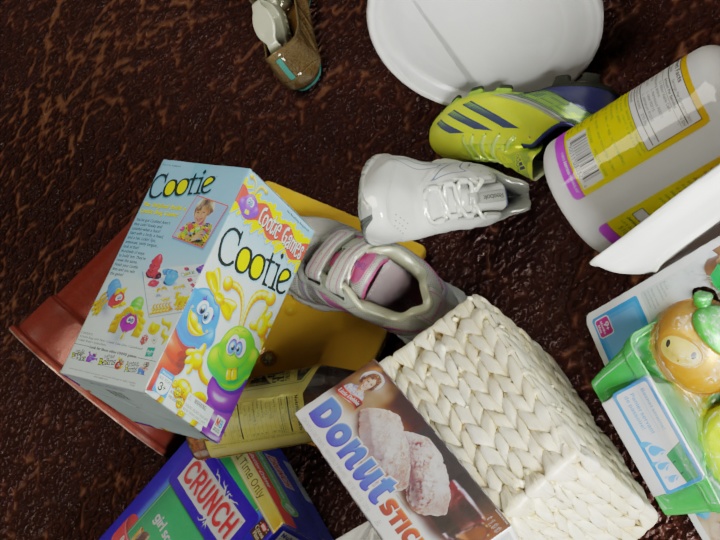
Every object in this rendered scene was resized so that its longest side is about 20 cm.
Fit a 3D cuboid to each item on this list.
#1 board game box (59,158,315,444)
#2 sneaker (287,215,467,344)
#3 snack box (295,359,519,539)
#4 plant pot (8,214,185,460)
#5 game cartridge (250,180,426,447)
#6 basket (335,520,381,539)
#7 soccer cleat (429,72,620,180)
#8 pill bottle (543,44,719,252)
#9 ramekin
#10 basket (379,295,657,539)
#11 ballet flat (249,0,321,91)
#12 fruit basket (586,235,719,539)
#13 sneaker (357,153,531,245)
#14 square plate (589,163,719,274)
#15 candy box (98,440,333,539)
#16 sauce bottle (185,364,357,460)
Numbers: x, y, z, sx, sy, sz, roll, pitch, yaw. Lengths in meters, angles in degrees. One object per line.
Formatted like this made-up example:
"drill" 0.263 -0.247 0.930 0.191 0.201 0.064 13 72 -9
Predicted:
"board game box" -0.138 0.024 1.255 0.105 0.103 0.200 9 67 38
"sneaker" 0.000 0.000 1.295 0.200 0.088 0.081 21 78 20
"snack box" 0.027 0.138 1.032 0.072 0.024 0.200 -35 39 -6
"plant pot" -0.190 0.043 1.452 0.195 0.201 0.201 -51 39 -7
"game cartridge" -0.060 0.037 1.358 0.176 0.032 0.200 23 78 9
"basket" 0.011 0.275 1.060 0.135 0.123 0.200 -31 13 -4
"soccer cleat" 0.133 -0.114 1.317 0.200 0.065 0.084 -7 61 42
"pill bottle" 0.245 -0.101 1.162 0.200 0.104 0.104 -32 45 26
"ramekin" 0.110 -0.241 1.332 0.202 0.202 0.094 -25 38 32
"basket" 0.106 0.134 1.112 0.123 0.136 0.200 -41 41 11
"ballet flat" -0.090 -0.274 1.645 0.068 0.072 0.200 -34 44 24
"fruit basket" 0.248 0.074 0.988 0.200 0.094 0.185 -37 79 52
"sneaker" 0.068 -0.063 1.262 0.087 0.200 0.075 2 101 35
"square plate" 0.271 -0.049 1.053 0.198 0.200 0.028 -38 72 21
"candy box" -0.135 0.247 1.332 0.200 0.077 0.169 -47 39 8
"sauce bottle" -0.047 0.114 1.290 0.200 0.066 0.066 -10 51 2
